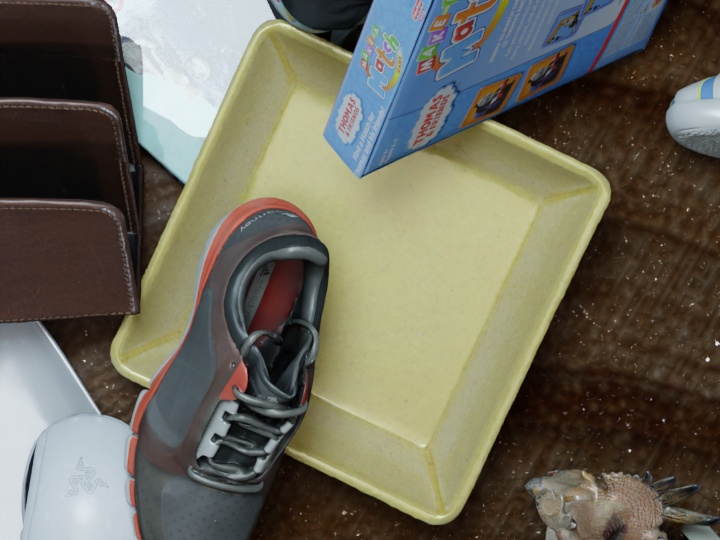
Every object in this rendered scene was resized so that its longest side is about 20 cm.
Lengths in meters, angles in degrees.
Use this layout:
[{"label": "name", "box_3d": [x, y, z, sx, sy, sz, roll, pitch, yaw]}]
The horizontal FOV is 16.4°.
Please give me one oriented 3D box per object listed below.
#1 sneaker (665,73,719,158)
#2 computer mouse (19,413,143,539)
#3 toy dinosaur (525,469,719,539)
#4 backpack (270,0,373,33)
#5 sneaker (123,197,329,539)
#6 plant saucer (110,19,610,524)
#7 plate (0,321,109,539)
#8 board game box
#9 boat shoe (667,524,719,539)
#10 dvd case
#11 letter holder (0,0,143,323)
[{"label": "sneaker", "box_3d": [0.249, -0.120, 1.289, 0.199, 0.076, 0.106, -8, 77, -7]}, {"label": "computer mouse", "box_3d": [-0.144, 0.174, 1.262, 0.109, 0.044, 0.201, 1, 89, 1]}, {"label": "toy dinosaur", "box_3d": [0.136, 0.172, 1.215, 0.086, 0.135, 0.201, -41, 66, 37]}, {"label": "backpack", "box_3d": [0.022, -0.221, 1.237, 0.199, 0.153, 0.177, -25, 84, -25]}, {"label": "sneaker", "box_3d": [-0.062, 0.065, 1.221, 0.077, 0.082, 0.201, 10, 97, -22]}, {"label": "plant saucer", "box_3d": [0.000, 0.000, 1.285, 0.199, 0.048, 0.201, 25, 96, 1]}, {"label": "plate", "box_3d": [-0.198, 0.152, 1.300, 0.200, 0.032, 0.200, -36, 90, -1]}, {"label": "board game box", "box_3d": [0.084, -0.136, 1.203, 0.199, 0.152, 0.037, -27, 65, -34]}, {"label": "boat shoe", "box_3d": [0.211, 0.224, 1.278, 0.060, 0.072, 0.202, -36, 81, 0]}, {"label": "dvd case", "box_3d": [-0.110, -0.155, 1.311, 0.200, 0.022, 0.146, 42, 90, 2]}, {"label": "letter holder", "box_3d": [-0.214, -0.054, 1.234, 0.199, 0.143, 0.101, -3, 48, 1]}]
